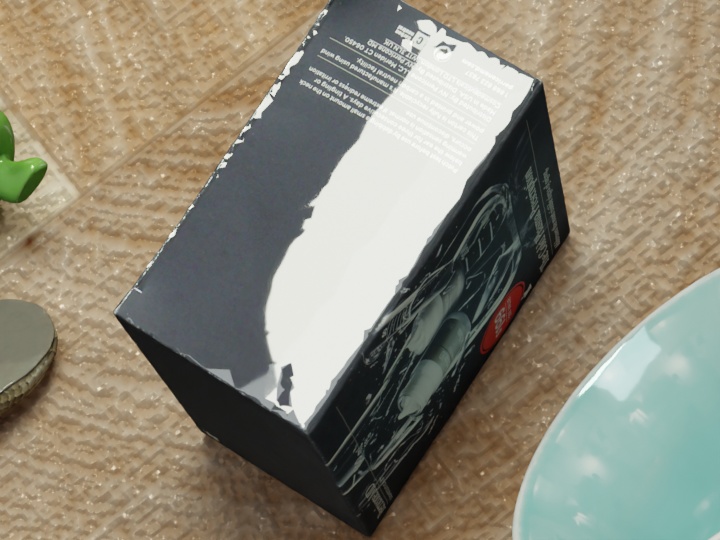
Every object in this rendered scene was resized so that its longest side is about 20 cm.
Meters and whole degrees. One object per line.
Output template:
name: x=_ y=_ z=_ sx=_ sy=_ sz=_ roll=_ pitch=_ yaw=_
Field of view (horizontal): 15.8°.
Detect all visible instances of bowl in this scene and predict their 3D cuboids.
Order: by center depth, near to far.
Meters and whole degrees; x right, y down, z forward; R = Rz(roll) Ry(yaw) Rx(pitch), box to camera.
bowl: x=0.175 y=0.093 z=1.125 sx=0.105 sy=0.201 sz=0.201 roll=45 pitch=81 yaw=-19

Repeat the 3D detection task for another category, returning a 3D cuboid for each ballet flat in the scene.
ballet flat: x=-0.232 y=0.082 z=1.258 sx=0.200 sy=0.046 sz=0.067 roll=-35 pitch=50 yaw=-9

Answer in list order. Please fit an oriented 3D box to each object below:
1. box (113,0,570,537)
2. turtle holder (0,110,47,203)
box: x=0.000 y=0.000 z=1.162 sx=0.104 sy=0.200 sz=0.182 roll=32 pitch=79 yaw=17
turtle holder: x=-0.252 y=-0.039 z=1.261 sx=0.141 sy=0.186 sz=0.132 roll=-28 pitch=66 yaw=-35
